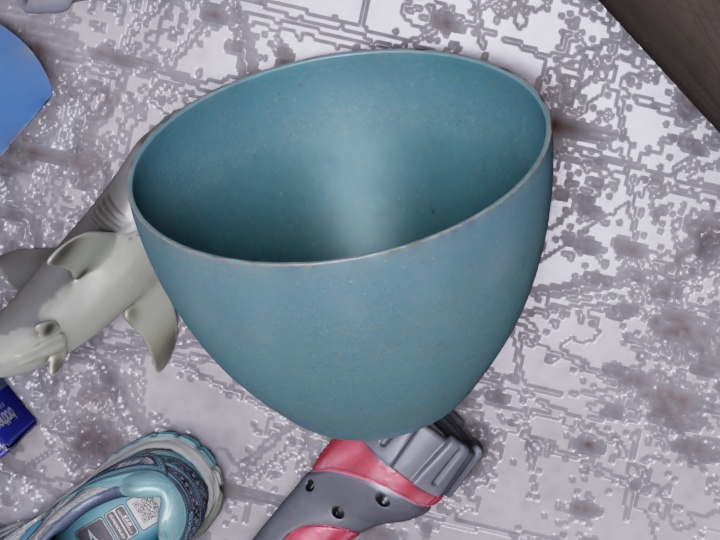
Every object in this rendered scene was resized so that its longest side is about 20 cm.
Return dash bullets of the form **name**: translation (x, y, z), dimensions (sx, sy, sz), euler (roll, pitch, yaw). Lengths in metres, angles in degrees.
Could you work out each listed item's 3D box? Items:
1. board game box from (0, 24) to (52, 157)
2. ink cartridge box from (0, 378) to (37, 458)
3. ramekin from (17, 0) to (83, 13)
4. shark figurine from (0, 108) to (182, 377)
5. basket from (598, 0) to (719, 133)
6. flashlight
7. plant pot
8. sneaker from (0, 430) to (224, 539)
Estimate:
- **board game box**: translation (-0.245, -0.059, 1.225), dimensions (0.157, 0.200, 0.039), euler (17, 136, 16)
- **ink cartridge box**: translation (-0.261, 0.070, 1.279), dimensions (0.136, 0.076, 0.200), euler (-38, 94, 9)
- **ramekin**: translation (-0.115, -0.222, 1.167), dimensions (0.104, 0.200, 0.201), euler (-6, 97, -12)
- **shark figurine**: translation (-0.172, 0.010, 1.250), dimensions (0.089, 0.214, 0.129), euler (28, 136, 38)
- **basket**: translation (0.162, -0.155, 1.123), dimensions (0.200, 0.180, 0.136), euler (47, 127, 31)
- **flashlight**: translation (-0.023, 0.146, 1.269), dimensions (0.068, 0.068, 0.200), euler (35, 99, -13)
- **plant pot**: translation (0.000, 0.000, 1.199), dimensions (0.199, 0.200, 0.135), euler (-7, 121, 7)
- **sneaker**: translation (-0.160, 0.156, 1.272), dimensions (0.200, 0.086, 0.078), euler (-43, 91, 9)
